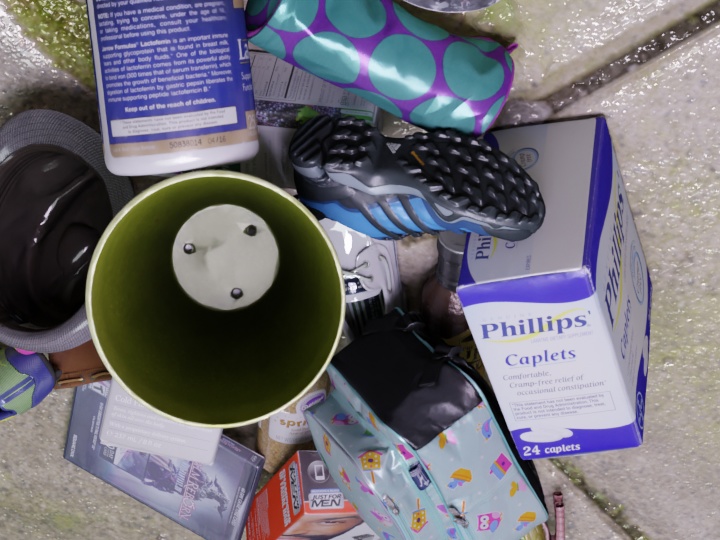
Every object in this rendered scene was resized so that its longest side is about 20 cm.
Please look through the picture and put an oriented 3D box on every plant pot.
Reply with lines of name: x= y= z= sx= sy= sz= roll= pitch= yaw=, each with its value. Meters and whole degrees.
plant pot: x=-0.108 y=0.004 z=1.358 sx=0.186 sy=0.200 sz=0.188 roll=-1 pitch=101 yaw=-3

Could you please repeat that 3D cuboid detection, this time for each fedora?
fedora: x=-0.242 y=-0.030 z=1.462 sx=0.176 sy=0.090 sz=0.201 roll=22 pitch=101 yaw=22

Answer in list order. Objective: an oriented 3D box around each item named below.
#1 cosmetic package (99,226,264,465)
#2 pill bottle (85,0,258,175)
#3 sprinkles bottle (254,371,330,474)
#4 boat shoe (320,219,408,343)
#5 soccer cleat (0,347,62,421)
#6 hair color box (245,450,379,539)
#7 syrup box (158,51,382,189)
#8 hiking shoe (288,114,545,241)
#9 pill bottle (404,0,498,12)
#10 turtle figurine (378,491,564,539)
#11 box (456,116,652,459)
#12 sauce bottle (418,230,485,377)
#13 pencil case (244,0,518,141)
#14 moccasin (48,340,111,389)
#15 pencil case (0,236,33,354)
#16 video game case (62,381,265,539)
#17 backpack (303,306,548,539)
cosmetic package: x=-0.151 y=0.053 z=1.514 sx=0.106 sy=0.090 sz=0.201 roll=12 pitch=105 yaw=-4
pill bottle: x=-0.140 y=-0.174 z=1.285 sx=0.115 sy=0.116 sz=0.201 roll=-4 pitch=98 yaw=15
sprinkles bottle: x=-0.060 y=0.102 z=1.616 sx=0.068 sy=0.068 sz=0.201 roll=9 pitch=135 yaw=2
boat shoe: x=0.000 y=0.000 z=1.507 sx=0.073 sy=0.067 sz=0.200 roll=-10 pitch=130 yaw=19
soccer cleat: x=-0.353 y=0.111 z=1.640 sx=0.200 sy=0.084 sz=0.065 roll=-16 pitch=108 yaw=52
hair color box: x=-0.032 y=0.223 z=1.658 sx=0.110 sy=0.064 sz=0.200 roll=0 pitch=157 yaw=-18
syrup box: x=-0.084 y=-0.120 z=1.400 sx=0.199 sy=0.082 sz=0.079 roll=6 pitch=133 yaw=4
hiking shoe: x=0.043 y=-0.059 z=1.336 sx=0.199 sy=0.075 sz=0.087 roll=17 pitch=144 yaw=11
pill bottle: x=0.070 y=-0.284 z=1.197 sx=0.106 sy=0.106 sz=0.201 roll=10 pitch=134 yaw=1
turtle figurine: x=0.121 y=0.301 z=1.722 sx=0.144 sy=0.200 sz=0.194 roll=20 pitch=151 yaw=43
box: x=0.161 y=0.014 z=1.408 sx=0.104 sy=0.184 sz=0.200 roll=-8 pitch=132 yaw=19
sauce bottle: x=0.081 y=0.044 z=1.535 sx=0.064 sy=0.065 sz=0.201 roll=6 pitch=135 yaw=5
pencil case: x=0.015 y=-0.172 z=1.329 sx=0.199 sy=0.093 sz=0.085 roll=27 pitch=165 yaw=-16
moccasin: x=-0.190 y=0.089 z=1.610 sx=0.200 sy=0.074 sz=0.078 roll=1 pitch=91 yaw=10
pencil case: x=-0.320 y=-0.018 z=1.539 sx=0.088 sy=0.089 sz=0.200 roll=-21 pitch=125 yaw=28
video game case: x=-0.193 y=0.181 z=1.709 sx=0.199 sy=0.019 sz=0.143 roll=29 pitch=135 yaw=10
backpack: x=0.059 y=0.157 z=1.477 sx=0.153 sy=0.176 sz=0.200 roll=-44 pitch=121 yaw=-6
